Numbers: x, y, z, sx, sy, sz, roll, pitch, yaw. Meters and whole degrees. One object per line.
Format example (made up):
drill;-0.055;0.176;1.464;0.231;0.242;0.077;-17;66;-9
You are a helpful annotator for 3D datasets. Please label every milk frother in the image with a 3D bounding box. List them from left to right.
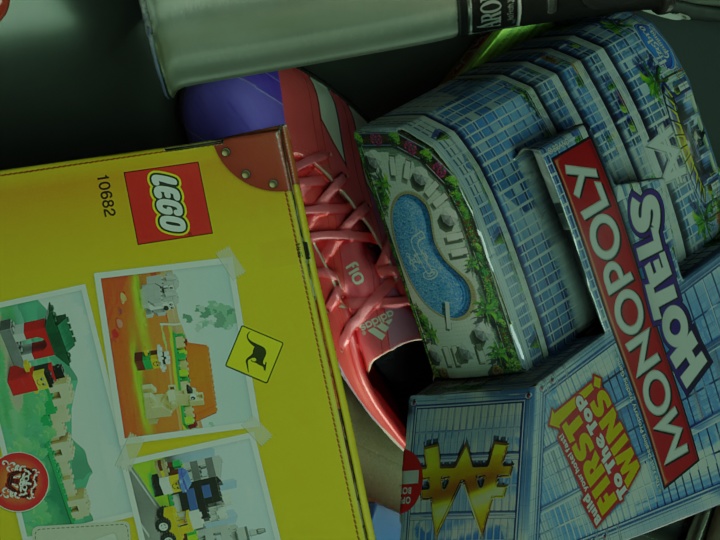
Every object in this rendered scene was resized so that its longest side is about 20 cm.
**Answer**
milk frother;0.003;-0.184;0.833;0.188;0.200;0.181;-9;135;-1

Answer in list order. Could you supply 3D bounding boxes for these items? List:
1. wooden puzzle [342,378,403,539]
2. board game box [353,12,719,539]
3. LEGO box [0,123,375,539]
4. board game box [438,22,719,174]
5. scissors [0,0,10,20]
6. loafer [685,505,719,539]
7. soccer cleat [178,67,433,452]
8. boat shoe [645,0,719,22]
wooden puzzle;0.030;0.162;0.930;0.185;0.046;0.200;28;67;-32
board game box;0.078;0.022;0.853;0.200;0.062;0.200;-32;108;-45
LEGO box;-0.082;0.063;0.800;0.149;0.077;0.200;-9;76;-13
board game box;0.108;-0.013;0.952;0.200;0.030;0.096;40;91;-12
scissors;-0.226;-0.080;0.839;0.200;0.014;0.073;-4;110;-18
loafer;0.194;0.074;1.007;0.072;0.063;0.200;10;101;-19
soccer cleat;0.000;0.000;0.889;0.068;0.073;0.200;-34;97;10
boat shoe;0.173;-0.132;0.938;0.200;0.060;0.074;3;105;-20
